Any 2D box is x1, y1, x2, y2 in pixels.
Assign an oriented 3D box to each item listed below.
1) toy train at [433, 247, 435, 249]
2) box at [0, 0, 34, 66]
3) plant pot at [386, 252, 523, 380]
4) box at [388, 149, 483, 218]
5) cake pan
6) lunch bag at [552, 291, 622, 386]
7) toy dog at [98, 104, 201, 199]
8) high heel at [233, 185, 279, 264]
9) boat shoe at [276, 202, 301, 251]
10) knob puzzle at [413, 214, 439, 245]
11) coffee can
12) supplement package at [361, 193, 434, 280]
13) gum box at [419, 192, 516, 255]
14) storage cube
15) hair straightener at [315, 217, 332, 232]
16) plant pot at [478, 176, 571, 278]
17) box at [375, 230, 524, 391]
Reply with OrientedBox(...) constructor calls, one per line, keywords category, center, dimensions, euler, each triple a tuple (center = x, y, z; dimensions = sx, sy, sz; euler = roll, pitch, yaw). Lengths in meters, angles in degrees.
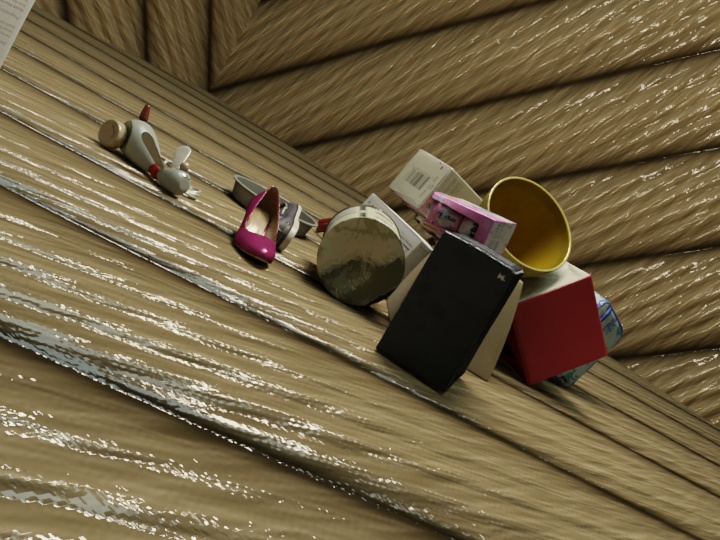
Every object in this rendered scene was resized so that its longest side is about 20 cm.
OrientedBox(category="toy train", center=(0.199, 0.042, 1.718), dimensions=(0.114, 0.085, 0.200), euler=(14, -51, 45))
OrientedBox(category="box", center=(-0.637, -0.405, 1.281), dimensions=(0.199, 0.172, 0.200), euler=(36, 10, 30))
OrientedBox(category="plant pot", center=(0.180, 0.050, 1.568), dimensions=(0.200, 0.177, 0.200), euler=(31, 9, -5))
OrientedBox(category="box", center=(0.177, -0.140, 1.830), dimensions=(0.200, 0.109, 0.128), euler=(40, 1, -39))
OrientedBox(category="cake pan", center=(-0.181, -0.130, 1.791), dimensions=(0.200, 0.037, 0.200), euler=(31, 8, -5))
OrientedBox(category="lunch bag", center=(0.476, 0.148, 1.925), dimensions=(0.082, 0.200, 0.161), euler=(44, -10, 50))
OrientedBox(category="toy dog", center=(-0.342, -0.210, 1.468), dimensions=(0.200, 0.096, 0.132), euler=(33, 9, 10))
OrientedBox(category="high heel", center=(-0.153, -0.077, 1.374), dimensions=(0.067, 0.096, 0.200), euler=(28, 9, -23))
OrientedBox(category="boat shoe", center=(-0.151, -0.094, 1.575), dimensions=(0.063, 0.073, 0.200), euler=(33, 12, -14))
OrientedBox(category="knob puzzle", center=(0.175, -0.050, 1.831), dimensions=(0.220, 0.030, 0.220), euler=(40, 2, -1))
OrientedBox(category="coffee can", center=(0.001, -0.031, 1.494), dimensions=(0.146, 0.147, 0.200), euler=(31, 9, -4))
OrientedBox(category="supplement package", center=(0.073, -0.041, 1.776), dimensions=(0.156, 0.111, 0.200), euler=(46, 6, 27))
OrientedBox(category="gum box", center=(0.187, -0.078, 1.496), dimensions=(0.113, 0.066, 0.200), euler=(27, 10, 18))
OrientedBox(category="storage cube", center=(0.364, 0.090, 1.743), dimensions=(0.171, 0.200, 0.180), euler=(-127, -162, -68))
OrientedBox(category="hair straightener", center=(-0.012, -0.097, 1.906), dimensions=(0.077, 0.041, 0.200), euler=(28, -25, -32))
OrientedBox(category="plant pot", center=(0.290, -0.062, 1.709), dimensions=(0.200, 0.200, 0.142), euler=(29, -35, -15))
OrientedBox(category="box", center=(0.140, 0.056, 1.302), dimensions=(0.124, 0.200, 0.197), euler=(31, 8, 10))
